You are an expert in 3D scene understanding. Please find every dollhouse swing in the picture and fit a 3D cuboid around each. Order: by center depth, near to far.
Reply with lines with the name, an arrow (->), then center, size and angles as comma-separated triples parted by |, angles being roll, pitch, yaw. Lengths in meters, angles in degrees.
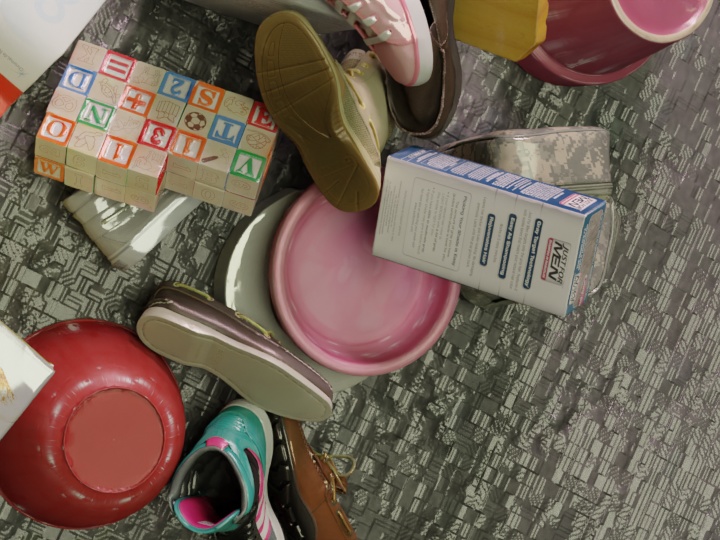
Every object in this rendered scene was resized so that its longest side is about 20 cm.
dollhouse swing -> 0.126, -0.313, 1.707 | 0.182, 0.175, 0.201 | -41, 139, -52

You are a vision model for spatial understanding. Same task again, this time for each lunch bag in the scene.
lunch bag -> 0.159, -0.049, 1.792 | 0.138, 0.200, 0.169 | -4, 90, -24

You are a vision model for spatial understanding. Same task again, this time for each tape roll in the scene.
tape roll -> -0.046, 0.020, 1.789 | 0.202, 0.037, 0.204 | -2, 95, -24

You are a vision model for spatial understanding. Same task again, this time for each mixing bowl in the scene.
mixing bowl -> -0.239, 0.147, 1.671 | 0.199, 0.108, 0.202 | -1, 93, -24

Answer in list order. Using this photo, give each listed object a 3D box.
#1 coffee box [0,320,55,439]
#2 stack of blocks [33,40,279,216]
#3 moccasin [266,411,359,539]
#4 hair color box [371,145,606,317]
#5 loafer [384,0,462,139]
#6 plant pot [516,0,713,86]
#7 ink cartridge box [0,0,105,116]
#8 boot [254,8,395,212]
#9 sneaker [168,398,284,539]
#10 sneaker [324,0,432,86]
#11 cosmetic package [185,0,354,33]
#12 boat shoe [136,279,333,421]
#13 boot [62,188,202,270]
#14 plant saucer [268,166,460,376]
coffee box -> -0.412, 0.085, 1.537 | 0.200, 0.200, 0.198 | 44, 76, -21
stack of blocks -> -0.181, -0.117, 1.647 | 0.199, 0.059, 0.116 | 18, 58, -2
moccasin -> -0.044, 0.214, 1.783 | 0.078, 0.074, 0.202 | -29, 102, -29
hair color box -> 0.116, -0.038, 1.671 | 0.060, 0.199, 0.101 | -27, 131, -58
loafer -> 0.046, -0.210, 1.667 | 0.071, 0.073, 0.201 | -38, 133, -51
plant pot -> 0.253, -0.286, 1.828 | 0.199, 0.179, 0.202 | -2, 94, -23
ink cartridge box -> -0.346, -0.225, 1.631 | 0.160, 0.047, 0.200 | 41, 75, -21
boot -> -0.026, -0.174, 1.679 | 0.201, 0.072, 0.156 | 61, 25, -25
sneaker -> -0.123, 0.233, 1.705 | 0.121, 0.083, 0.201 | -35, 123, -64
sneaker -> -0.015, -0.240, 1.549 | 0.104, 0.075, 0.201 | -23, 99, -20
cosmetic package -> -0.072, -0.317, 1.666 | 0.164, 0.200, 0.166 | 16, 88, -24
boat shoe -> -0.110, 0.074, 1.708 | 0.199, 0.072, 0.060 | 26, 47, -6
boot -> -0.183, -0.099, 1.702 | 0.096, 0.073, 0.200 | 48, 68, -12
plant saucer -> 0.000, 0.000, 1.761 | 0.199, 0.051, 0.202 | -1, 92, -24
